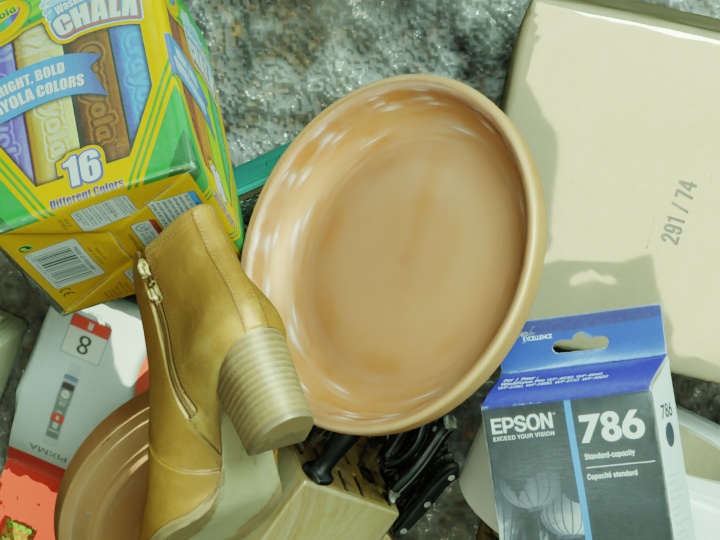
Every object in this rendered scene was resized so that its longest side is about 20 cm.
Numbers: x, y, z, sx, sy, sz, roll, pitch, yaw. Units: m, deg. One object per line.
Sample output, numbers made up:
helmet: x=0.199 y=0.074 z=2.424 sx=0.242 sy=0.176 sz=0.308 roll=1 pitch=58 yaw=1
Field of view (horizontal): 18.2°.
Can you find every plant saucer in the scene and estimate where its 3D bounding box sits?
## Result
plant saucer: x=-0.083 y=0.147 z=1.349 sx=0.199 sy=0.032 sz=0.201 roll=-9 pitch=124 yaw=-14
plant saucer: x=0.020 y=-0.006 z=1.222 sx=0.200 sy=0.037 sz=0.201 roll=-14 pitch=67 yaw=35

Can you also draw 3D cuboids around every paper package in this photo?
paper package: x=0.167 y=-0.048 z=1.297 sx=0.190 sy=0.103 sz=0.201 roll=12 pitch=103 yaw=4

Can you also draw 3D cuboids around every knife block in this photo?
knife block: x=-0.039 y=0.131 z=1.294 sx=0.199 sy=0.064 sz=0.176 roll=-18 pitch=126 yaw=-6

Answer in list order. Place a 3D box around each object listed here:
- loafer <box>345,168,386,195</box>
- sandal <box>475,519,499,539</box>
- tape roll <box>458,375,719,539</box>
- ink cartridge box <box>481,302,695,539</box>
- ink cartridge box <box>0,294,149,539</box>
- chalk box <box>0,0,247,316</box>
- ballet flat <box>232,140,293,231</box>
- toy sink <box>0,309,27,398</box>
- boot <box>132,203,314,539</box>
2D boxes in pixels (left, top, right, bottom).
loafer: x=0.000 y=0.000 z=1.310 sx=0.200 sy=0.070 sz=0.075 roll=-28 pitch=60 yaw=34
sandal: x=0.136 y=0.229 z=1.376 sx=0.200 sy=0.080 sz=0.054 roll=46 pitch=123 yaw=-8
tape roll: x=0.159 y=0.126 z=1.283 sx=0.202 sy=0.202 sz=0.071 roll=22 pitch=103 yaw=2
ink cartridge box: x=0.120 y=0.122 z=1.169 sx=0.099 sy=0.039 sz=0.201 roll=-10 pitch=88 yaw=27
ink cartridge box: x=-0.143 y=0.122 z=1.391 sx=0.162 sy=0.050 sz=0.201 roll=22 pitch=99 yaw=2
chalk box: x=-0.150 y=-0.099 z=1.292 sx=0.124 sy=0.125 sz=0.201 roll=-16 pitch=64 yaw=7
ballet flat: x=-0.100 y=-0.018 z=1.353 sx=0.199 sy=0.074 sz=0.074 roll=-17 pitch=99 yaw=12
toy sink: x=-0.292 y=0.068 z=1.320 sx=0.130 sy=0.200 sz=0.112 roll=23 pitch=103 yaw=2
boot: x=-0.094 y=0.066 z=1.248 sx=0.144 sy=0.071 sz=0.201 roll=64 pitch=143 yaw=24
